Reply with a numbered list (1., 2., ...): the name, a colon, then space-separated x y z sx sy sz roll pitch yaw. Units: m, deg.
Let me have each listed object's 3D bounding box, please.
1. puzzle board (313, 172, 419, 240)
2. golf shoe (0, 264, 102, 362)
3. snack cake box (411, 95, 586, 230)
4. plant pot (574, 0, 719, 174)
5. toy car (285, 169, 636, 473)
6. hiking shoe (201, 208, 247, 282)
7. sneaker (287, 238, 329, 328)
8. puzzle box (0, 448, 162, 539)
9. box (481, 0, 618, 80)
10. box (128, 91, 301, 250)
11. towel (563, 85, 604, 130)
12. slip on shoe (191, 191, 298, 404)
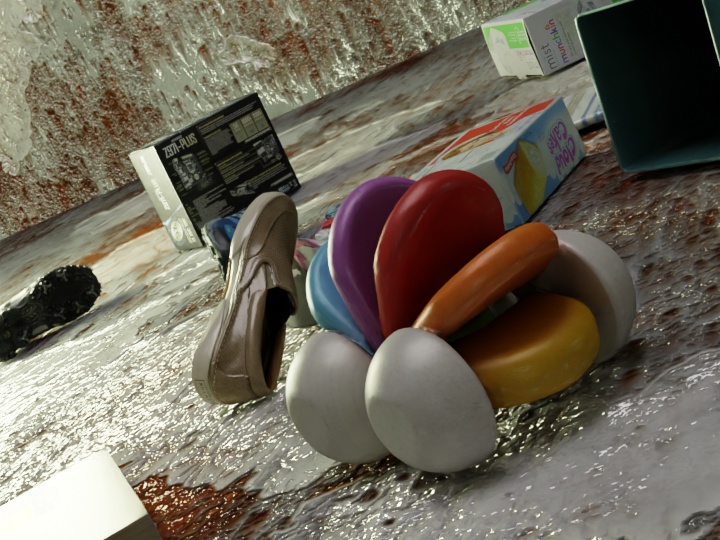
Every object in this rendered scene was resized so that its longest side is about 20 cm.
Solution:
1. puzzle board: 0.015 -0.071 1.454 0.150 0.017 0.200 -24 13 12
2. golf shoe: -0.449 0.054 1.730 0.200 0.078 0.094 -34 14 -36
3. snack cake box: 0.125 -0.091 1.201 0.115 0.067 0.200 -20 13 34
4. plant pot: 0.315 -0.186 1.066 0.199 0.142 0.141 -24 10 -31
5. toy car: 0.042 0.016 0.729 0.175 0.150 0.200 -34 15 -31
6. hiking shoe: -0.131 -0.045 1.505 0.086 0.075 0.200 -24 12 9
7. sneaker: 0.000 0.000 1.107 0.199 0.081 0.086 -13 -3 43
8. puzzle box: -0.210 0.181 0.847 0.133 0.026 0.200 -29 13 -14
9. box: 0.303 -0.369 1.926 0.176 0.097 0.200 -25 13 -7
10. box: -0.214 -0.147 1.883 0.200 0.164 0.086 -34 15 -32
11. towel: 0.267 -0.184 1.404 0.199 0.024 0.147 -22 15 27
12. slip on shoe: -0.076 0.019 1.026 0.060 0.076 0.201 -2 47 26
